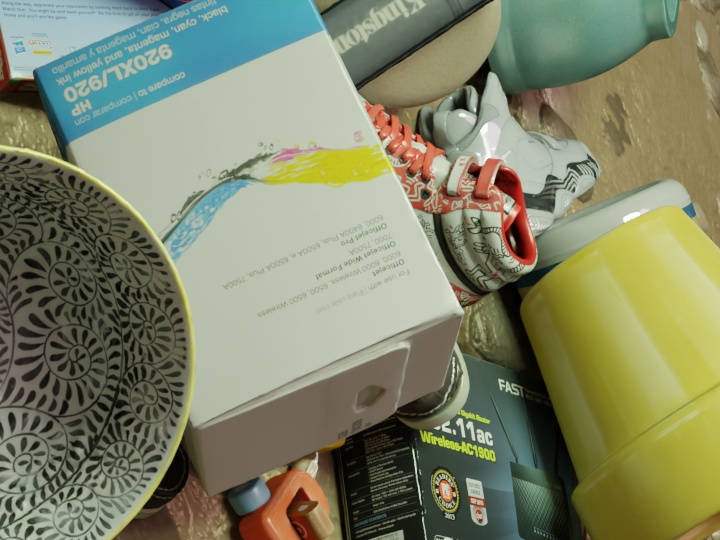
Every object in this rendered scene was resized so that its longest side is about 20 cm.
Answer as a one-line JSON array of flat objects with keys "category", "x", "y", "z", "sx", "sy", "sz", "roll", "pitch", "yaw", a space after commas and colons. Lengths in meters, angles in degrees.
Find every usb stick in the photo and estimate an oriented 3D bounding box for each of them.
[{"category": "usb stick", "x": 0.015, "y": -0.158, "z": 1.251, "sx": 0.056, "sy": 0.199, "sz": 0.033, "roll": 58, "pitch": -9, "yaw": -14}]

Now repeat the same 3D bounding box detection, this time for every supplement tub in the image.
[{"category": "supplement tub", "x": 0.205, "y": 0.049, "z": 1.441, "sx": 0.144, "sy": 0.144, "sz": 0.202, "roll": -24, "pitch": 93, "yaw": -59}]

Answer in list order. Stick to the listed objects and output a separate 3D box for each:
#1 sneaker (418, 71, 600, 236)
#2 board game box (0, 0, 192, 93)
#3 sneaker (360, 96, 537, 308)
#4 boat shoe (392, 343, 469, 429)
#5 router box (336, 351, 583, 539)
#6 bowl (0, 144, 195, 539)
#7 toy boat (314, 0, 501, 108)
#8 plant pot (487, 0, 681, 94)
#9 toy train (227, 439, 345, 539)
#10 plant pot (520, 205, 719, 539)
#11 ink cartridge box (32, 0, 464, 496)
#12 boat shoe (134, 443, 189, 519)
[{"category": "sneaker", "x": 0.109, "y": -0.090, "z": 1.441, "sx": 0.116, "sy": 0.075, "sz": 0.200, "roll": 61, "pitch": 28, "yaw": -7}, {"category": "board game box", "x": -0.121, "y": -0.148, "z": 1.104, "sx": 0.198, "sy": 0.019, "sz": 0.104, "roll": -3, "pitch": 70, "yaw": -36}, {"category": "sneaker", "x": 0.039, "y": -0.068, "z": 1.288, "sx": 0.202, "sy": 0.107, "sz": 0.067, "roll": 59, "pitch": 33, "yaw": -16}, {"category": "boat shoe", "x": 0.000, "y": 0.000, "z": 1.176, "sx": 0.202, "sy": 0.071, "sz": 0.061, "roll": 59, "pitch": 9, "yaw": 28}, {"category": "router box", "x": 0.065, "y": 0.135, "z": 1.253, "sx": 0.199, "sy": 0.062, "sz": 0.151, "roll": 21, "pitch": 54, "yaw": -51}, {"category": "bowl", "x": -0.182, "y": 0.036, "z": 0.870, "sx": 0.199, "sy": 0.094, "sz": 0.203, "roll": -5, "pitch": 104, "yaw": -22}, {"category": "toy boat", "x": 0.007, "y": -0.209, "z": 1.335, "sx": 0.201, "sy": 0.130, "sz": 0.131, "roll": 56, "pitch": 4, "yaw": -17}, {"category": "plant pot", "x": 0.175, "y": -0.236, "z": 1.504, "sx": 0.200, "sy": 0.133, "sz": 0.203, "roll": 1, "pitch": 90, "yaw": -74}, {"category": "toy train", "x": -0.052, "y": 0.073, "z": 1.116, "sx": 0.201, "sy": 0.055, "sz": 0.150, "roll": 62, "pitch": 32, "yaw": -12}, {"category": "plant pot", "x": 0.203, "y": 0.071, "z": 1.282, "sx": 0.200, "sy": 0.200, "sz": 0.190, "roll": -8, "pitch": 63, "yaw": -58}, {"category": "ink cartridge box", "x": -0.056, "y": -0.016, "z": 0.993, "sx": 0.147, "sy": 0.144, "sz": 0.201, "roll": 93, "pitch": -28, "yaw": -72}, {"category": "boat shoe", "x": -0.144, "y": 0.048, "z": 0.977, "sx": 0.201, "sy": 0.066, "sz": 0.072, "roll": 51, "pitch": 33, "yaw": -28}]
